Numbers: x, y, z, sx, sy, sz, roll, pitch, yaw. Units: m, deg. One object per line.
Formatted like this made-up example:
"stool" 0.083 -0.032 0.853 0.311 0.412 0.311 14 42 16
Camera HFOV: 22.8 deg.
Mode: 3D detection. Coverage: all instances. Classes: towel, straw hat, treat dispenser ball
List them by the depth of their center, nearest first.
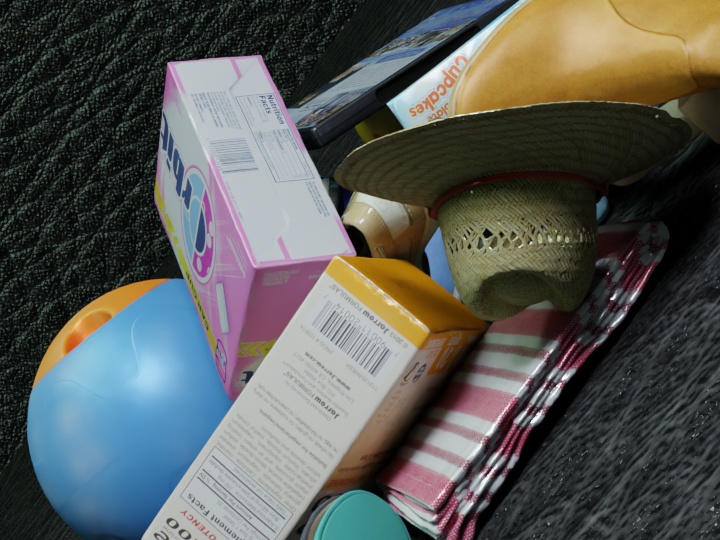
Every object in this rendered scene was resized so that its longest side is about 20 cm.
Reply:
"straw hat" 0.081 -0.019 0.908 0.201 0.200 0.086 152 113 -65
"towel" 0.086 0.056 0.970 0.200 0.030 0.146 -52 9 -7
"treat dispenser ball" -0.134 0.106 1.258 0.201 0.200 0.201 -49 11 13

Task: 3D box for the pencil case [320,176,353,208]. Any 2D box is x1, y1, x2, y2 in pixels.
"pencil case" -0.039 0.026 1.346 0.078 0.086 0.201 52 131 40

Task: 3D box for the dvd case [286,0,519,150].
"dvd case" 0.018 -0.139 1.265 0.199 0.018 0.142 -35 14 -20

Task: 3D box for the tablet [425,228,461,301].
"tablet" 0.046 0.001 1.232 0.130 0.014 0.201 -43 28 50

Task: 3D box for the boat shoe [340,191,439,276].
"boat shoe" 0.000 0.000 1.124 0.076 0.071 0.200 -46 -18 -25

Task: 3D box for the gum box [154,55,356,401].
"gum box" -0.074 -0.034 1.117 0.114 0.066 0.201 104 151 -43

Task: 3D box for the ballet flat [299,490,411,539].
"ballet flat" -0.011 0.177 0.871 0.073 0.073 0.200 -49 14 15

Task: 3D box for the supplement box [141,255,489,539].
"supplement box" -0.022 0.093 1.023 0.201 0.073 0.126 -55 -16 11

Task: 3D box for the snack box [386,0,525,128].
"snack box" 0.089 -0.129 1.257 0.116 0.037 0.200 -38 -7 8

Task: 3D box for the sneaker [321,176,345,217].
"sneaker" -0.056 0.023 1.201 0.076 0.076 0.201 85 -170 -49

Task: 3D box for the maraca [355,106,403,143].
"maraca" 0.047 -0.134 1.425 0.136 0.108 0.200 -6 -4 26

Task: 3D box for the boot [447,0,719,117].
"boot" 0.154 -0.111 0.908 0.201 0.071 0.144 -34 29 -20

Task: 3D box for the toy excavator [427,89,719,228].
"toy excavator" 0.131 -0.069 1.061 0.195 0.100 0.200 -49 25 11
